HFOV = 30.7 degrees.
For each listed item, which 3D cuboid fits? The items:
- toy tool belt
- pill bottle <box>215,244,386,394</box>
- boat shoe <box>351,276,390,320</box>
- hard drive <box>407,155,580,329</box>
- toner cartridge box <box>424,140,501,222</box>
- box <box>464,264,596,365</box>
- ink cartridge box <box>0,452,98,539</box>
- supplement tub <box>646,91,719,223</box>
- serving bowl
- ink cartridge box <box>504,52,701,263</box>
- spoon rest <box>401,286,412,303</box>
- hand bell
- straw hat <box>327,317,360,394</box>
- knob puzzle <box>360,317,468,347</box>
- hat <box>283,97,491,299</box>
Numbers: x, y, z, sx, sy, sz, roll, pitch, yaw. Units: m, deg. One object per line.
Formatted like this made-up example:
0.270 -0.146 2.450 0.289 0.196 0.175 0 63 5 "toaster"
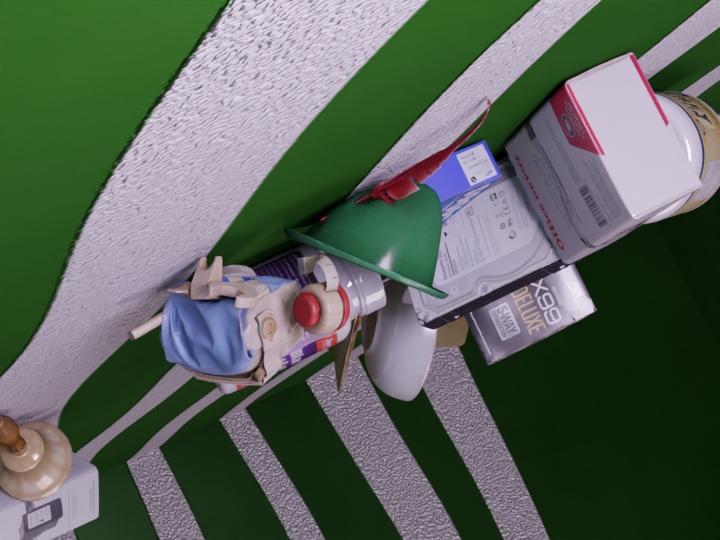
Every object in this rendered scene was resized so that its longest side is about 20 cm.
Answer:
-0.118 0.048 1.211 0.122 0.127 0.199 -8 180 -44 "toy tool belt"
-0.078 0.041 1.386 0.198 0.112 0.111 -25 173 -11 "pill bottle"
0.001 0.000 1.577 0.200 0.072 0.066 -35 163 -3 "boat shoe"
0.136 -0.036 1.469 0.199 0.141 0.038 -26 155 27 "hard drive"
0.062 -0.068 1.379 0.094 0.044 0.200 -22 172 -25 "toner cartridge box"
0.188 -0.003 1.678 0.156 0.202 0.050 -25 177 4 "box"
-0.474 0.306 1.760 0.144 0.084 0.199 22 -151 37 "ink cartridge box"
0.341 -0.133 1.505 0.144 0.146 0.199 -29 173 28 "supplement tub"
0.042 0.065 1.700 0.065 0.203 0.200 8 164 -13 "serving bowl"
0.235 -0.105 1.307 0.084 0.146 0.200 -25 173 -15 "ink cartridge box"
0.114 -0.039 1.569 0.200 0.061 0.099 -48 169 8 "spoon rest"
-0.424 0.213 1.611 0.103 0.105 0.200 -25 162 -9 "hand bell"
-0.043 0.057 1.713 0.084 0.203 0.201 15 173 2 "straw hat"
0.072 0.046 1.867 0.219 0.219 0.031 -33 -148 46 "knob puzzle"
0.043 -0.081 1.247 0.199 0.178 0.165 22 -178 33 "hat"
